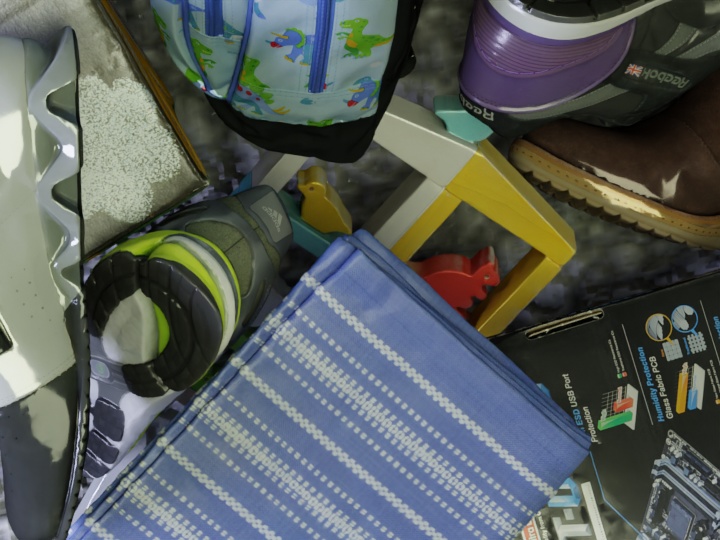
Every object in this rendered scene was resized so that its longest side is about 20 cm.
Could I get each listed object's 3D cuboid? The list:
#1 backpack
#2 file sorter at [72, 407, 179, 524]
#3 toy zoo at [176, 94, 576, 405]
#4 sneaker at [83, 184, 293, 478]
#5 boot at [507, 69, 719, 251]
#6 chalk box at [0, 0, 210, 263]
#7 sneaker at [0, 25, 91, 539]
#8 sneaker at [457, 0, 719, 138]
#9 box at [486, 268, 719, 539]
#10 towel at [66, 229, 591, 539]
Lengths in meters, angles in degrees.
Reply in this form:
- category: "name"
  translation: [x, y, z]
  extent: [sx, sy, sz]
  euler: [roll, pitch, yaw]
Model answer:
- category: "backpack"
  translation: [-0.027, -0.157, 1.045]
  extent: [0.153, 0.200, 0.164]
  euler: [8, 67, -15]
- category: "file sorter"
  translation: [-0.036, 0.176, 1.203]
  extent: [0.200, 0.125, 0.139]
  euler: [24, 111, -18]
- category: "toy zoo"
  translation: [0.000, 0.000, 1.186]
  extent: [0.131, 0.020, 0.200]
  euler: [33, 117, -19]
- category: "sneaker"
  translation: [-0.087, 0.026, 1.140]
  extent: [0.081, 0.200, 0.074]
  euler: [-38, 94, -36]
- category: "boot"
  translation: [0.174, -0.089, 1.214]
  extent: [0.199, 0.072, 0.167]
  euler: [15, 92, -14]
- category: "chalk box"
  translation: [-0.181, -0.049, 1.114]
  extent: [0.200, 0.124, 0.125]
  euler: [-30, 112, 0]
- category: "sneaker"
  translation: [-0.146, 0.010, 1.039]
  extent: [0.088, 0.074, 0.201]
  euler: [-4, 100, -10]
- category: "sneaker"
  translation: [0.125, -0.107, 1.152]
  extent: [0.200, 0.076, 0.088]
  euler: [-11, 141, -28]
- category: "box"
  translation: [0.150, 0.103, 1.158]
  extent: [0.198, 0.050, 0.201]
  euler: [-17, 88, -10]
- category: "towel"
  translation: [-0.021, 0.096, 1.097]
  extent: [0.145, 0.024, 0.200]
  euler: [41, 98, -20]
